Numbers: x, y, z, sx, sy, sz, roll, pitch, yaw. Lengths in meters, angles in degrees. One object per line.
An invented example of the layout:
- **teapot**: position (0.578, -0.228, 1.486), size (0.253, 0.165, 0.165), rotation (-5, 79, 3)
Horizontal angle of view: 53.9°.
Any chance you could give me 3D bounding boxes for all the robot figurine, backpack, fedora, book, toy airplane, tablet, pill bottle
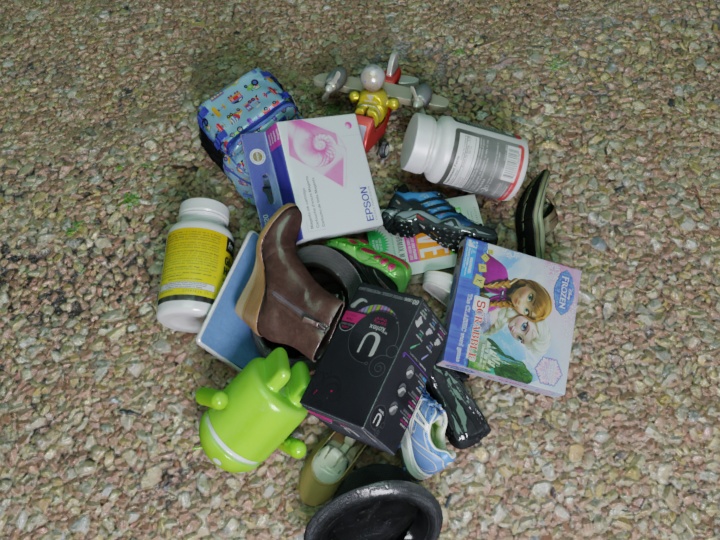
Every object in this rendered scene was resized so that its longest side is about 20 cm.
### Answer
- **robot figurine**: position (-0.156, 0.211, 1.039), size (0.200, 0.175, 0.116), rotation (-46, 29, 12)
- **backpack**: position (-0.167, -0.220, 1.233), size (0.181, 0.135, 0.201), rotation (-33, 72, -14)
- **fedora**: position (-0.078, 0.068, 1.129), size (0.176, 0.090, 0.201), rotation (35, 86, 17)
- **book**: position (0.112, -0.051, 1.211), size (0.196, 0.048, 0.136), rotation (-10, 66, 0)
- **toy airplane**: position (0.034, -0.320, 1.268), size (0.198, 0.142, 0.201), rotation (-25, 62, -5)
- **tablet**: position (-0.176, 0.053, 1.131), size (0.014, 0.130, 0.202), rotation (2, 60, 41)
- **fedora**: position (0.015, 0.343, 1.003), size (0.197, 0.203, 0.092), rotation (-6, 30, -3)
- **pill bottle**: position (0.174, -0.196, 1.207), size (0.197, 0.114, 0.116), rotation (13, 66, -11)
- **pill bottle**: position (-0.264, -0.010, 1.154), size (0.110, 0.113, 0.203), rotation (1, 67, 1)

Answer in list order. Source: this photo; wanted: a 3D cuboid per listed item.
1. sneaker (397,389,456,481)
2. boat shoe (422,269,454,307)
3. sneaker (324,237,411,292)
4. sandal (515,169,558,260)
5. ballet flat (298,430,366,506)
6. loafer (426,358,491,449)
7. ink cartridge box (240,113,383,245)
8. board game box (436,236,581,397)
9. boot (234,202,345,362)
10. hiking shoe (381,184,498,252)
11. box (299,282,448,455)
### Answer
- **sneaker**: position (0.090, 0.207, 1.068), size (0.076, 0.075, 0.203), rotation (-26, 69, 30)
- **boat shoe**: position (0.179, 0.071, 1.140), size (0.198, 0.071, 0.070), rotation (30, 73, 9)
- **sneaker**: position (0.000, 0.000, 1.141), size (0.076, 0.085, 0.199), rotation (1, 19, -36)
- **sandal**: position (0.305, -0.072, 1.207), size (0.056, 0.080, 0.204), rotation (11, 73, -14)
- **ballet flat**: position (-0.026, 0.261, 1.066), size (0.068, 0.063, 0.201), rotation (34, 71, 14)
- **loafer**: position (0.135, 0.175, 1.102), size (0.069, 0.068, 0.203), rotation (-20, 73, -18)
- **ink cartridge box**: position (-0.078, -0.148, 1.155), size (0.197, 0.043, 0.200), rotation (-12, 83, -23)
- **board game box**: position (0.232, 0.071, 1.093), size (0.196, 0.041, 0.203), rotation (15, 73, -6)
- **boot**: position (-0.087, 0.016, 1.051), size (0.165, 0.072, 0.203), rotation (23, 89, 27)
- **hiking shoe**: position (0.134, -0.091, 1.163), size (0.197, 0.075, 0.088), rotation (17, 67, 14)
- **box**: position (0.023, 0.137, 1.015), size (0.121, 0.106, 0.202), rotation (11, 65, 37)
